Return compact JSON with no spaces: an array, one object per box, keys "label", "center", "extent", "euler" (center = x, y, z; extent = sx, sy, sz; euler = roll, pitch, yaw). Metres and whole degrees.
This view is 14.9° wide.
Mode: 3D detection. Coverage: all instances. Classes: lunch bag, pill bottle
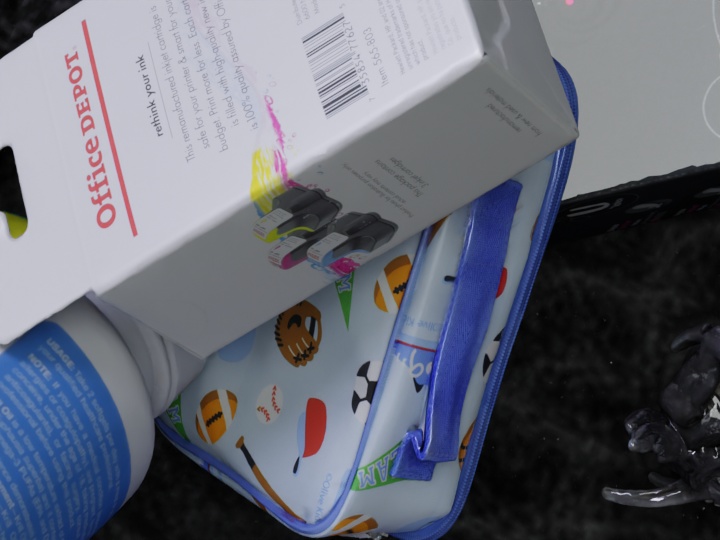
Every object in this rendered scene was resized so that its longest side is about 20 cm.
[{"label":"lunch bag","center":[0.000,0.000,1.014],"extent":[0.075,0.160,0.201],"euler":[7,103,-39]},{"label":"pill bottle","center":[-0.141,0.063,0.958],"extent":[0.112,0.112,0.200],"euler":[44,51,4]}]

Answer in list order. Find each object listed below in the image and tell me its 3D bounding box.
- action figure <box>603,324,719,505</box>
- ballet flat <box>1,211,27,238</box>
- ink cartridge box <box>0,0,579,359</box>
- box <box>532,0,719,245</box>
[{"label":"action figure","center":[0.175,0.039,1.011],"extent":[0.102,0.118,0.200],"euler":[54,124,28]},{"label":"ballet flat","center":[-0.189,0.054,1.067],"extent":[0.067,0.067,0.200],"euler":[39,80,24]},{"label":"ink cartridge box","center":[-0.038,-0.053,0.935],"extent":[0.199,0.068,0.116],"euler":[-30,54,20]},{"label":"box","center":[0.144,-0.094,1.067],"extent":[0.199,0.106,0.123],"euler":[-14,82,-3]}]
